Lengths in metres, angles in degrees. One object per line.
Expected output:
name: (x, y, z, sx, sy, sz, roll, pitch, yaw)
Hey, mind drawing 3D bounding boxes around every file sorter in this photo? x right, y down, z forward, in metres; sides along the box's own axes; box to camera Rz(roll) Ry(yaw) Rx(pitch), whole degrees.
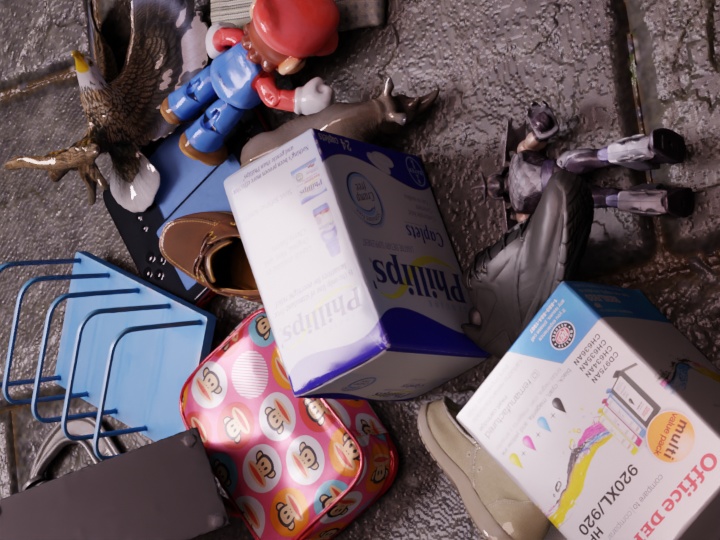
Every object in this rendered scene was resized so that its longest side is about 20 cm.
file sorter: (-0.257, 0.080, 1.684, 0.199, 0.122, 0.140, 24, 107, 39)

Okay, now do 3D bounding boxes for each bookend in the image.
bookend: (-0.220, 0.230, 1.622, 0.197, 0.200, 0.093, -20, 79, -5)

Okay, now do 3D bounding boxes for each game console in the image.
game console: (-0.154, -0.073, 1.705, 0.200, 0.031, 0.178, -43, 65, 23)

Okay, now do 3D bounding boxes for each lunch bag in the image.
lunch bag: (-0.076, 0.154, 1.602, 0.176, 0.082, 0.201, -44, 65, 23)

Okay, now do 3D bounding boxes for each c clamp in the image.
c clamp: (-0.279, 0.252, 1.762, 0.171, 0.027, 0.201, -42, 65, 24)

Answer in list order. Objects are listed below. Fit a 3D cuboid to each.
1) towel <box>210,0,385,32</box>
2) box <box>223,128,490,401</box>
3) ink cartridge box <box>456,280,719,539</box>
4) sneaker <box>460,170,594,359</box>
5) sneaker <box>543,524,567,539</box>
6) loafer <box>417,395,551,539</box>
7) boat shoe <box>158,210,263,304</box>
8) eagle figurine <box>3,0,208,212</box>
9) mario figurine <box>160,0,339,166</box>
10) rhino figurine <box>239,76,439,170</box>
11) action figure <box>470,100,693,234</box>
towel: (-0.061, -0.309, 1.667, 0.198, 0.034, 0.195, -4, 87, 31)
box: (0.000, 0.000, 1.504, 0.104, 0.183, 0.202, -28, 72, 27)
ink cartridge box: (0.210, 0.131, 1.374, 0.200, 0.144, 0.148, 47, 110, 27)
sneaker: (0.129, 0.000, 1.429, 0.090, 0.076, 0.201, 24, 129, 13)
sneaker: (0.118, 0.270, 1.443, 0.074, 0.115, 0.201, 43, 107, 30)
loafer: (0.109, 0.165, 1.463, 0.068, 0.076, 0.200, -37, 37, 3)
boat shoe: (-0.119, -0.013, 1.612, 0.199, 0.067, 0.073, 19, 98, 41)
eagle figurine: (-0.237, -0.174, 1.718, 0.151, 0.151, 0.201, 22, 56, 3)
mario figurine: (-0.086, -0.182, 1.632, 0.123, 0.106, 0.200, 43, 122, -14)
rhino figurine: (-0.018, -0.117, 1.573, 0.199, 0.087, 0.060, -23, 70, 14)
action figure: (0.173, -0.077, 1.464, 0.199, 0.069, 0.132, -3, 96, 38)
